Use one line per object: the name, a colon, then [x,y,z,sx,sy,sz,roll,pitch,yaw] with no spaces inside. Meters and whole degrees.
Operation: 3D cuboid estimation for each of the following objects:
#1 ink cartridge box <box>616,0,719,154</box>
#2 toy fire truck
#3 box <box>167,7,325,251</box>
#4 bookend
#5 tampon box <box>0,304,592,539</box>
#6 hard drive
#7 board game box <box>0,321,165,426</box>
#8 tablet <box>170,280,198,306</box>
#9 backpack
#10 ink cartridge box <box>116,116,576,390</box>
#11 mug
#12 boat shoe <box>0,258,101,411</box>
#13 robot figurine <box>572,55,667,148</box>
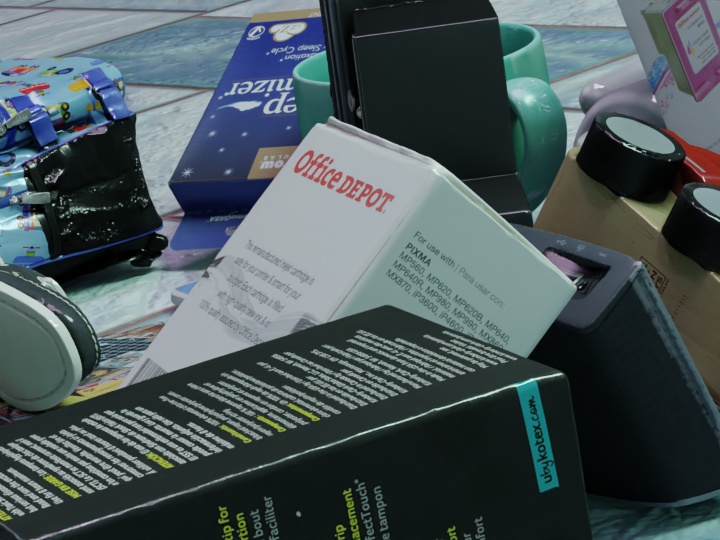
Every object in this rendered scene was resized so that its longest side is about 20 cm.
ink cartridge box: [0.228,-0.122,1.478,0.144,0.200,0.085,-10,-14,-37]
toy fire truck: [0.206,-0.004,1.296,0.200,0.129,0.176,3,29,-42]
box: [-0.045,-0.095,1.779,0.121,0.032,0.200,-3,46,28]
bookend: [0.036,-0.042,1.416,0.092,0.199,0.200,-7,15,0]
tampon box: [-0.034,0.116,0.949,0.200,0.150,0.126,-16,16,-24]
hard drive: [0.073,0.040,1.230,0.042,0.135,0.200,-42,29,-23]
board game box: [-0.177,0.078,1.423,0.200,0.035,0.135,-14,15,-15]
tablet: [0.000,0.000,1.651,0.200,0.014,0.130,-18,17,-25]
backpack: [-0.251,-0.046,1.757,0.200,0.135,0.182,-22,18,-32]
ink cartridge box: [-0.023,0.048,1.129,0.200,0.084,0.144,-54,23,-3]
mug: [0.042,-0.071,1.640,0.152,0.115,0.185,-9,16,1]
boat shoe: [-0.181,0.024,1.413,0.060,0.076,0.200,-26,21,-31]
robot figurine: [0.198,-0.062,1.557,0.200,0.113,0.170,-21,58,-37]
